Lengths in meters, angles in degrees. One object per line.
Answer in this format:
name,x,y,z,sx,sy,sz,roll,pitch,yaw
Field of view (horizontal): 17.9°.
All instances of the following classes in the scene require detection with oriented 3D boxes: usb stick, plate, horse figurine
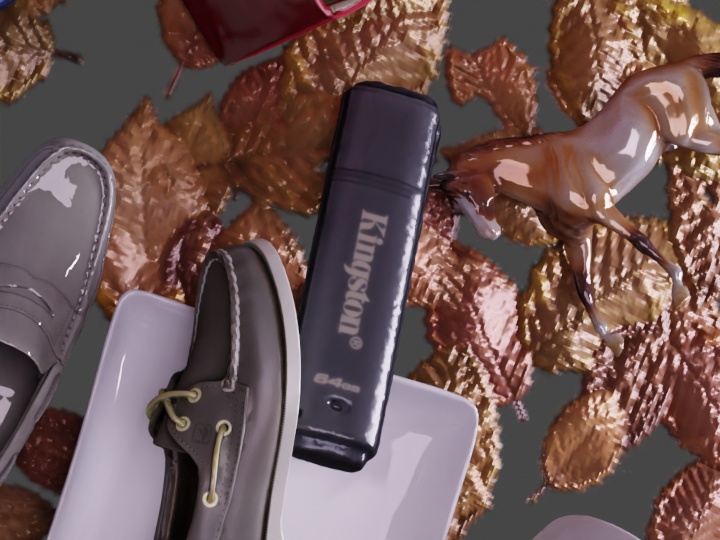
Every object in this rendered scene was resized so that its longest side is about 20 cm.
usb stick,0.000,0.000,1.141,0.055,0.033,0.200,18,69,-18
plate,-0.058,0.132,1.138,0.200,0.032,0.200,19,81,-17
horse figurine,0.151,-0.053,1.201,0.200,0.050,0.133,-38,83,-8

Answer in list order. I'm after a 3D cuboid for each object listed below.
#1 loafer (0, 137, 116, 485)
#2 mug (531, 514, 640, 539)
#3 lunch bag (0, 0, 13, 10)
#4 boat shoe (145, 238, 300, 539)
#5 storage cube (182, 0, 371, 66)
loafer,-0.165,0.031,1.085,0.070,0.070,0.200,22,81,-17
mug,0.100,0.251,1.120,0.175,0.148,0.200,-40,106,-23
lunch bag,-0.252,-0.136,1.027,0.200,0.136,0.132,-37,99,-15
boat shoe,-0.069,0.085,1.082,0.060,0.072,0.202,2,91,-23
storage cube,-0.018,-0.220,1.087,0.200,0.180,0.171,-37,100,-17
